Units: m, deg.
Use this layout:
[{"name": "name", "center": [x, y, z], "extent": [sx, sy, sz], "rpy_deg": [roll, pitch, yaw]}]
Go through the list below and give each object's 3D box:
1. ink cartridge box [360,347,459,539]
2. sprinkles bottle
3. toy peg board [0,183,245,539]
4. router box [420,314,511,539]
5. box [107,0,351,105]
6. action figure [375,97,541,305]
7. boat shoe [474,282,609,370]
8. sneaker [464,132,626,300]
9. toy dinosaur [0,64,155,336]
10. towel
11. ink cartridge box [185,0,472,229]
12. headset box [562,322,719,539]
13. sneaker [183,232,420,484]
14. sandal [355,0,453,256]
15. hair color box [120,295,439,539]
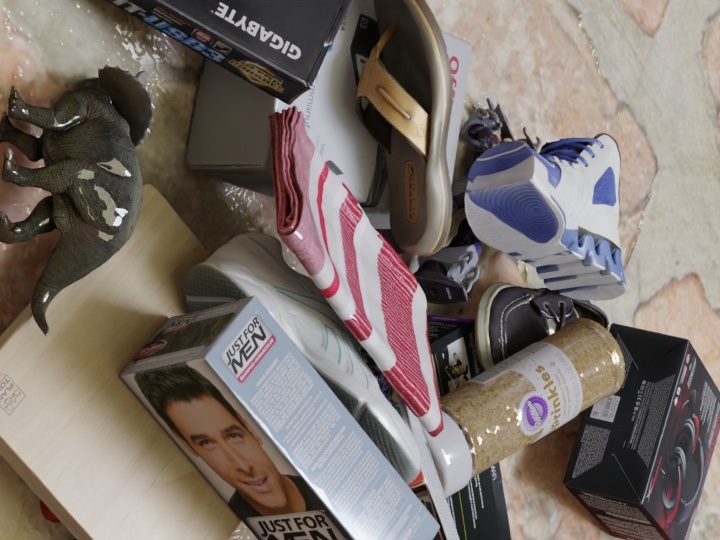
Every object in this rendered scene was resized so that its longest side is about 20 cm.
[{"name": "ink cartridge box", "center": [0.019, 0.125, 1.386], "extent": [0.109, 0.050, 0.201], "rpy_deg": [49, 22, -78]}, {"name": "sprinkles bottle", "center": [0.112, 0.103, 1.515], "extent": [0.199, 0.068, 0.069], "rpy_deg": [-27, 113, -35]}, {"name": "toy peg board", "center": [-0.158, 0.088, 1.312], "extent": [0.199, 0.098, 0.200], "rpy_deg": [51, 53, -19]}, {"name": "router box", "center": [0.046, 0.153, 1.561], "extent": [0.149, 0.051, 0.202], "rpy_deg": [-25, 111, -47]}, {"name": "box", "center": [-0.086, -0.243, 1.320], "extent": [0.199, 0.050, 0.199], "rpy_deg": [29, 67, -13]}, {"name": "action figure", "center": [0.095, -0.053, 1.593], "extent": [0.200, 0.069, 0.131], "rpy_deg": [-46, 117, -41]}, {"name": "boat shoe", "center": [0.149, 0.045, 1.628], "extent": [0.200, 0.064, 0.073], "rpy_deg": [0, 88, -66]}, {"name": "sneaker", "center": [0.148, -0.065, 1.560], "extent": [0.199, 0.080, 0.116], "rpy_deg": [39, 50, -50]}, {"name": "toy dinosaur", "center": [-0.173, -0.059, 1.242], "extent": [0.102, 0.077, 0.201], "rpy_deg": [6, 57, -17]}, {"name": "towel", "center": [0.000, 0.000, 1.332], "extent": [0.200, 0.023, 0.145], "rpy_deg": [54, 18, -34]}, {"name": "ink cartridge box", "center": [-0.018, -0.120, 1.444], "extent": [0.199, 0.083, 0.146], "rpy_deg": [17, 80, -47]}, {"name": "headset box", "center": [0.254, 0.152, 1.750], "extent": [0.200, 0.075, 0.150], "rpy_deg": [48, 58, -60]}, {"name": "sneaker", "center": [-0.023, 0.054, 1.309], "extent": [0.201, 0.070, 0.080], "rpy_deg": [49, 43, -6]}, {"name": "sandal", "center": [0.025, -0.106, 1.386], "extent": [0.054, 0.080, 0.202], "rpy_deg": [-9, 105, -25]}, {"name": "hair color box", "center": [-0.050, 0.115, 1.267], "extent": [0.200, 0.099, 0.061], "rpy_deg": [52, 54, -18]}]
